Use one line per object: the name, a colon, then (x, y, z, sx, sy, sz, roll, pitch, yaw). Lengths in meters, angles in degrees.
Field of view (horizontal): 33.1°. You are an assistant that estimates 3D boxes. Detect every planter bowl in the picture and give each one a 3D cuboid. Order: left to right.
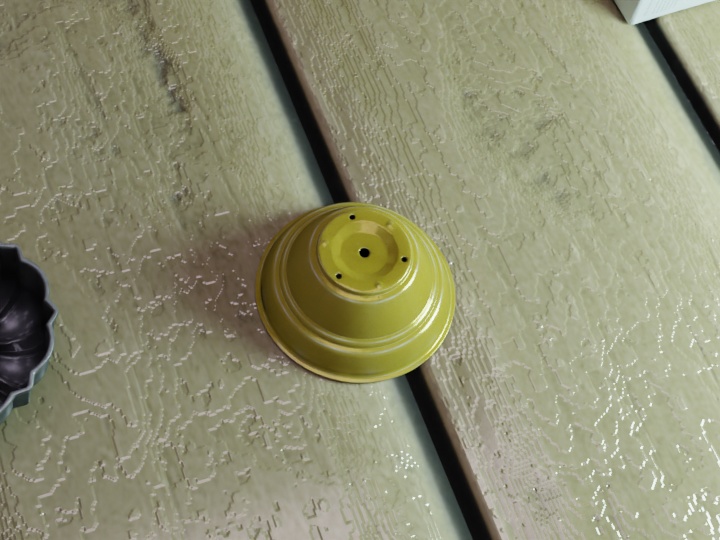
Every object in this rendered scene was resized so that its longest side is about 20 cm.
planter bowl: (0.000, 0.000, 1.169, 0.200, 0.084, 0.201, 3, 61, -6)

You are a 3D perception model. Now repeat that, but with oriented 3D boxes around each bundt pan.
bundt pan: (-0.370, 0.066, 1.090, 0.201, 0.076, 0.202, 3, 60, -5)

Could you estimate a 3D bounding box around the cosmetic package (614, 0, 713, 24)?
cosmetic package: (0.389, -0.406, 1.372, 0.200, 0.200, 0.123, -19, 66, -17)
